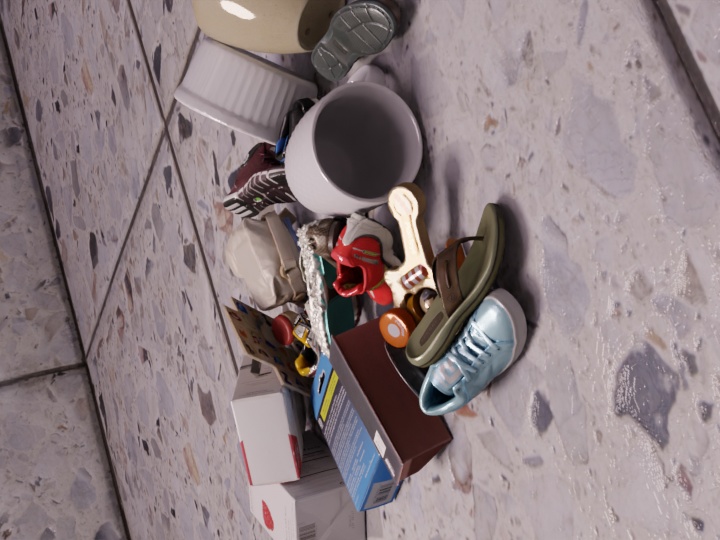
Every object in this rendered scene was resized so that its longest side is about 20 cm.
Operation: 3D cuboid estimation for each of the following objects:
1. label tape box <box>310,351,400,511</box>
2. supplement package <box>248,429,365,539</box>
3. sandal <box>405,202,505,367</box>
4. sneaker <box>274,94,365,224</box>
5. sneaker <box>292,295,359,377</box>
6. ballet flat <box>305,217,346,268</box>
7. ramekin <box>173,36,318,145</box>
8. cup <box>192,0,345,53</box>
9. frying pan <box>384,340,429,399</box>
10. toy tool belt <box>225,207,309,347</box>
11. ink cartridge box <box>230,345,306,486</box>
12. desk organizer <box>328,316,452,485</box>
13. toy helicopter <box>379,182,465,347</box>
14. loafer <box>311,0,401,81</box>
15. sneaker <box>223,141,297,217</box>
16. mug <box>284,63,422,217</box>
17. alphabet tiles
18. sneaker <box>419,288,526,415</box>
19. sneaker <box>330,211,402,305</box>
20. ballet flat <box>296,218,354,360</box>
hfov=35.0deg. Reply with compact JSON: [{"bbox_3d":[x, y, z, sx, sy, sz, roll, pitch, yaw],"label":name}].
[{"bbox_3d":[-0.002,0.214,1.616,0.144,0.065,0.202,107,146,-45],"label":"label tape box"},{"bbox_3d":[-0.088,0.354,1.783,0.199,0.118,0.123,31,127,59],"label":"supplement package"},{"bbox_3d":[0.099,0.016,1.255,0.203,0.057,0.080,-59,17,13],"label":"sandal"},{"bbox_3d":[-0.061,-0.134,1.557,0.073,0.110,0.204,3,101,65],"label":"sneaker"},{"bbox_3d":[-0.053,0.074,1.650,0.078,0.081,0.203,46,137,51],"label":"sneaker"},{"bbox_3d":[-0.030,-0.031,1.490,0.200,0.046,0.069,26,-110,-74],"label":"ballet flat"},{"bbox_3d":[-0.156,-0.253,1.617,0.200,0.198,0.099,38,108,55],"label":"ramekin"},{"bbox_3d":[-0.104,-0.367,1.506,0.142,0.200,0.202,34,134,23],"label":"cup"},{"bbox_3d":[0.076,0.121,1.440,0.115,0.031,0.190,50,-169,-3],"label":"frying pan"},{"bbox_3d":[-0.109,0.004,1.737,0.125,0.122,0.202,-37,76,49],"label":"toy tool belt"},{"bbox_3d":[-0.138,0.217,1.768,0.200,0.081,0.149,-88,-11,-71],"label":"ink cartridge box"},{"bbox_3d":[0.037,0.167,1.495,0.202,0.076,0.072,60,161,26],"label":"desk organizer"},{"bbox_3d":[0.079,-0.006,1.342,0.131,0.079,0.203,1,113,42],"label":"toy helicopter"},{"bbox_3d":[-0.001,-0.303,1.428,0.072,0.063,0.199,45,154,-11],"label":"loafer"},{"bbox_3d":[-0.136,-0.161,1.759,0.198,0.075,0.117,-15,53,45],"label":"sneaker"},{"bbox_3d":[-0.015,-0.165,1.438,0.175,0.146,0.203,-22,51,67],"label":"mug"},{"bbox_3d":[-0.129,0.121,1.741,0.008,0.199,0.168,-42,51,14],"label":"alphabet tiles"},{"bbox_3d":[0.121,0.103,1.272,0.074,0.082,0.201,42,141,18],"label":"sneaker"},{"bbox_3d":[0.000,0.000,1.435,0.076,0.085,0.201,29,164,24],"label":"sneaker"},{"bbox_3d":[-0.050,0.026,1.578,0.072,0.071,0.204,19,118,62],"label":"ballet flat"}]
